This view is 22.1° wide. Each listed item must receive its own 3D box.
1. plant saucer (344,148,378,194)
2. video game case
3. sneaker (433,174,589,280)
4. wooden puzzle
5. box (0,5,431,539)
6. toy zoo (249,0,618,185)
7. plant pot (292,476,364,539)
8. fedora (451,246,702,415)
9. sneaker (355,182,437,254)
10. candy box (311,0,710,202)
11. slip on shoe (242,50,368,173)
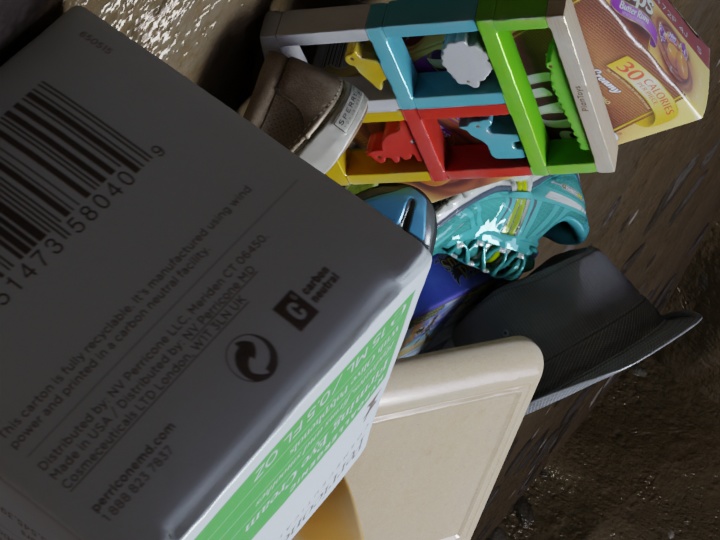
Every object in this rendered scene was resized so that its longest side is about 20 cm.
[{"bbox_3d":[-0.069,0.023,1.207,0.200,0.048,0.200,-48,165,-24],"label":"plant saucer"},{"bbox_3d":[0.026,0.057,1.377,0.200,0.045,0.182,-24,155,-54],"label":"video game case"},{"bbox_3d":[0.093,-0.030,1.305,0.199,0.080,0.077,-20,178,-39],"label":"sneaker"},{"bbox_3d":[0.023,0.138,1.237,0.184,0.037,0.201,-9,127,-37],"label":"wooden puzzle"},{"bbox_3d":[-0.113,0.044,0.784,0.199,0.200,0.172,-47,167,-32],"label":"box"},{"bbox_3d":[0.030,-0.096,1.008,0.131,0.199,0.021,61,34,-49],"label":"toy zoo"},{"bbox_3d":[-0.119,0.198,1.118,0.182,0.201,0.201,0,134,-27],"label":"plant pot"},{"bbox_3d":[0.142,0.041,1.349,0.176,0.091,0.200,-28,177,-38],"label":"fedora"},{"bbox_3d":[0.000,0.000,1.160,0.082,0.073,0.200,-51,176,-40],"label":"sneaker"},{"bbox_3d":[0.081,-0.112,1.038,0.199,0.117,0.057,-17,-134,36],"label":"candy box"},{"bbox_3d":[-0.069,-0.048,1.026,0.200,0.060,0.076,-44,-161,49],"label":"slip on shoe"}]
